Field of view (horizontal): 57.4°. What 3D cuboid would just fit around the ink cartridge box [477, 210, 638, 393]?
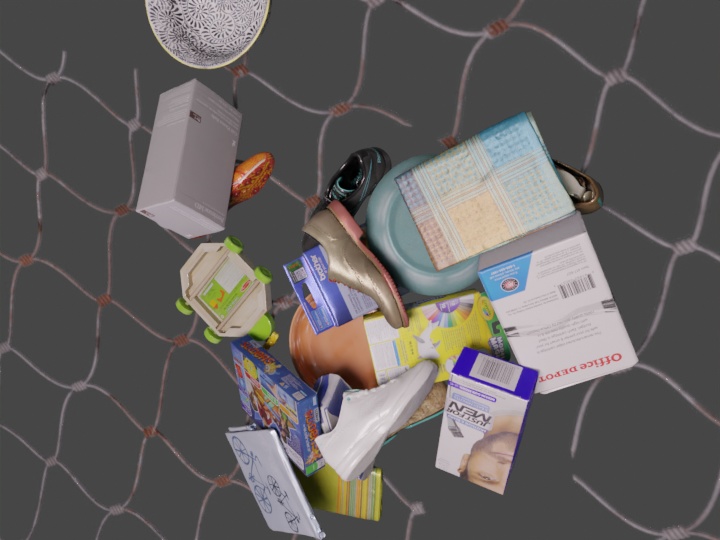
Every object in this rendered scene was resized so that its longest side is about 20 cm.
[{"bbox_3d":[0.261,0.046,0.877,0.145,0.084,0.201,-21,109,20],"label":"ink cartridge box"}]

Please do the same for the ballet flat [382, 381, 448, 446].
[{"bbox_3d":[0.046,0.213,0.971,0.199,0.070,0.066,-26,87,-21],"label":"ballet flat"}]

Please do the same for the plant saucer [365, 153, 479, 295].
[{"bbox_3d":[0.106,-0.065,0.922,0.198,0.036,0.202,0,91,-1],"label":"plant saucer"}]

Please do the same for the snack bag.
[{"bbox_3d":[-0.139,0.331,1.049,0.200,0.021,0.190,-25,89,56],"label":"snack bag"}]

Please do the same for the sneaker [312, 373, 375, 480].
[{"bbox_3d":[-0.057,0.247,1.014,0.114,0.081,0.201,4,133,27],"label":"sneaker"}]

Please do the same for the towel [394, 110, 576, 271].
[{"bbox_3d":[0.160,-0.101,0.864,0.199,0.022,0.148,-24,91,21],"label":"towel"}]

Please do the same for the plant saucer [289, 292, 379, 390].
[{"bbox_3d":[-0.014,0.114,1.025,0.198,0.037,0.202,3,101,17],"label":"plant saucer"}]

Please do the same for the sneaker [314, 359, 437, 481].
[{"bbox_3d":[0.019,0.186,0.907,0.088,0.075,0.200,40,79,26],"label":"sneaker"}]

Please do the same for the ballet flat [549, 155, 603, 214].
[{"bbox_3d":[0.234,-0.133,0.884,0.199,0.072,0.068,30,95,11],"label":"ballet flat"}]

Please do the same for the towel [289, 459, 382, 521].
[{"bbox_3d":[-0.059,0.354,1.092,0.198,0.018,0.087,5,96,17],"label":"towel"}]

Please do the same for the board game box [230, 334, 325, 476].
[{"bbox_3d":[-0.128,0.200,0.995,0.199,0.034,0.137,30,132,46],"label":"board game box"}]

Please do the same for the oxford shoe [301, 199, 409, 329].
[{"bbox_3d":[-0.006,0.004,0.903,0.074,0.070,0.201,-33,84,-6],"label":"oxford shoe"}]

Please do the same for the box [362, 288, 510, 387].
[{"bbox_3d":[0.111,0.099,0.955,0.198,0.048,0.119,-13,97,2],"label":"box"}]

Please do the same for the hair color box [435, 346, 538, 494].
[{"bbox_3d":[0.174,0.213,0.924,0.108,0.065,0.201,17,131,20],"label":"hair color box"}]

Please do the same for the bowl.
[{"bbox_3d":[-0.205,-0.395,0.966,0.199,0.094,0.203,3,100,17],"label":"bowl"}]

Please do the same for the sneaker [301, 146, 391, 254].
[{"bbox_3d":[-0.036,-0.099,0.969,0.075,0.079,0.201,39,108,18],"label":"sneaker"}]

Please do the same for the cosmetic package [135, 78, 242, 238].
[{"bbox_3d":[-0.247,-0.160,0.965,0.090,0.107,0.202,-12,66,31],"label":"cosmetic package"}]

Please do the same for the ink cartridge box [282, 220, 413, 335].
[{"bbox_3d":[0.000,0.000,0.956,0.199,0.042,0.120,-26,91,-6],"label":"ink cartridge box"}]

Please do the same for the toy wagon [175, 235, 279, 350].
[{"bbox_3d":[-0.206,0.048,1.072,0.200,0.040,0.155,45,109,5],"label":"toy wagon"}]

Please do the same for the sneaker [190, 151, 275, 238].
[{"bbox_3d":[-0.220,-0.130,1.030,0.199,0.073,0.078,-33,79,17],"label":"sneaker"}]
